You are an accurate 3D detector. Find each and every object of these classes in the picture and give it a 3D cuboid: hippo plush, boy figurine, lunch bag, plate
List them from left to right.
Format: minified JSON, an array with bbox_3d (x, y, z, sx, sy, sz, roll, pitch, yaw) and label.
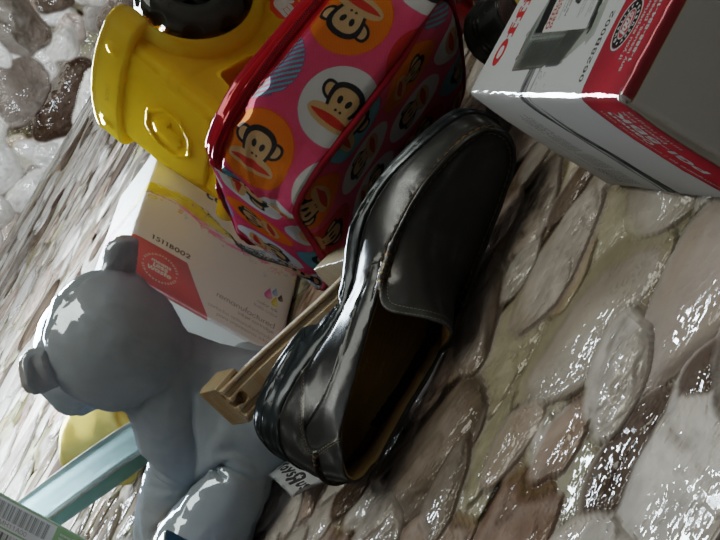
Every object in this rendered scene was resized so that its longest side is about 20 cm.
[{"bbox_3d":[-0.180,0.137,1.511,0.200,0.026,0.200,-36,-4,-3],"label":"plate"},{"bbox_3d":[-0.155,0.062,1.690,0.124,0.064,0.200,-39,25,55],"label":"boy figurine"},{"bbox_3d":[-0.117,0.081,1.304,0.159,0.161,0.200,-62,14,-10],"label":"hippo plush"},{"bbox_3d":[0.000,-0.090,1.283,0.176,0.082,0.200,-52,-13,-11],"label":"lunch bag"}]

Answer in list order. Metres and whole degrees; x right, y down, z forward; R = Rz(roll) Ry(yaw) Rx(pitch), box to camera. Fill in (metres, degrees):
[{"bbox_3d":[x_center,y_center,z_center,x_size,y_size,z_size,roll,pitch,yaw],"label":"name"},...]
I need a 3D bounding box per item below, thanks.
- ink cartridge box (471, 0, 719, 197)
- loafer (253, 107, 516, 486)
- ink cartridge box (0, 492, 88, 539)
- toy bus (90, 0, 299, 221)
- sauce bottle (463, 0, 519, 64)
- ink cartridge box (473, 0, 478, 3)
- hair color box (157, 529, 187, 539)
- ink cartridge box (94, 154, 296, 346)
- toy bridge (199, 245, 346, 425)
[{"bbox_3d":[0.136,-0.113,0.963,0.147,0.083,0.200,-62,14,-3],"label":"ink cartridge box"},{"bbox_3d":[0.026,0.016,1.155,0.072,0.073,0.200,31,94,55],"label":"loafer"},{"bbox_3d":[-0.211,0.204,1.421,0.200,0.145,0.048,-39,24,56],"label":"ink cartridge box"},{"bbox_3d":[-0.042,-0.125,1.503,0.200,0.192,0.136,-37,-23,-29],"label":"toy bus"},{"bbox_3d":[0.111,-0.150,1.175,0.200,0.066,0.066,-38,26,61],"label":"sauce bottle"},{"bbox_3d":[0.101,-0.252,1.376,0.146,0.083,0.200,-54,15,24],"label":"ink cartridge box"},{"bbox_3d":[-0.131,0.244,1.232,0.200,0.060,0.100,-55,15,22],"label":"hair color box"},{"bbox_3d":[-0.104,-0.011,1.540,0.068,0.116,0.200,-51,17,32],"label":"ink cartridge box"},{"bbox_3d":[0.000,0.000,1.222,0.200,0.027,0.067,-46,9,-18],"label":"toy bridge"}]
